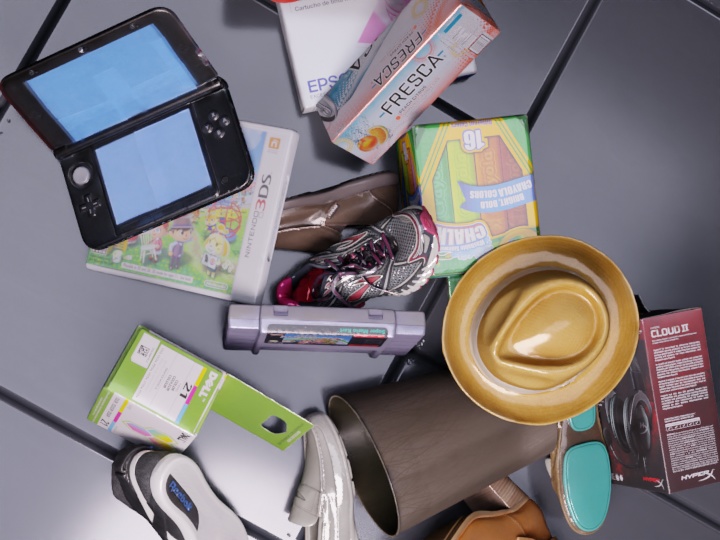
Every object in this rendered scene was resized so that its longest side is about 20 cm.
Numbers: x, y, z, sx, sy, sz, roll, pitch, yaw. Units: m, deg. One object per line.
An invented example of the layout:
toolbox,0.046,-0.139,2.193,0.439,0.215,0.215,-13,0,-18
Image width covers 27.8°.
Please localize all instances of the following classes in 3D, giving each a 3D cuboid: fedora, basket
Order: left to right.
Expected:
basket,0.091,0.168,1.509,0.199,0.180,0.137,-18,122,-17
fedora,0.180,0.059,1.425,0.200,0.082,0.202,0,88,-1

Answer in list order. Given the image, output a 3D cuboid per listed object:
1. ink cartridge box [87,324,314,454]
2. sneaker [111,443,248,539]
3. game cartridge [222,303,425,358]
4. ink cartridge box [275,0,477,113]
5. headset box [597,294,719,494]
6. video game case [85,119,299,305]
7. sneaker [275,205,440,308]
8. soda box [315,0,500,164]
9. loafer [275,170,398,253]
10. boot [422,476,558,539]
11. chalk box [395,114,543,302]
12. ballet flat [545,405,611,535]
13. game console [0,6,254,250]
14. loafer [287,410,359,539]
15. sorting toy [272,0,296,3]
ink cartridge box,-0.163,0.150,1.464,0.199,0.148,0.076,30,66,-6
sneaker,-0.191,0.253,1.509,0.073,0.112,0.201,-44,129,-31
game cartridge,-0.040,0.064,1.498,0.199,0.130,0.039,2,81,-7
ink cartridge box,0.010,-0.287,1.558,0.195,0.043,0.201,-14,92,-7
headset box,0.303,0.124,1.529,0.077,0.149,0.201,-10,91,-19
video game case,-0.175,-0.072,1.497,0.199,0.022,0.183,12,87,19
sneaker,0.000,0.000,1.475,0.074,0.200,0.081,6,58,-48
soda box,0.046,-0.206,1.485,0.063,0.069,0.200,27,118,-39
loafer,-0.047,-0.048,1.528,0.199,0.073,0.071,-17,92,-7
boot,0.141,0.315,1.512,0.155,0.077,0.200,51,39,-3
chalk box,0.115,-0.053,1.525,0.124,0.124,0.201,-8,90,-7
ballet flat,0.223,0.180,1.560,0.068,0.072,0.201,-8,90,-24
game console,-0.232,-0.136,1.449,0.199,0.119,0.173,-21,77,14
loafer,-0.042,0.250,1.525,0.069,0.070,0.201,-9,90,-16
sorting toy,-0.036,-0.370,1.517,0.198,0.070,0.201,-1,71,-3
